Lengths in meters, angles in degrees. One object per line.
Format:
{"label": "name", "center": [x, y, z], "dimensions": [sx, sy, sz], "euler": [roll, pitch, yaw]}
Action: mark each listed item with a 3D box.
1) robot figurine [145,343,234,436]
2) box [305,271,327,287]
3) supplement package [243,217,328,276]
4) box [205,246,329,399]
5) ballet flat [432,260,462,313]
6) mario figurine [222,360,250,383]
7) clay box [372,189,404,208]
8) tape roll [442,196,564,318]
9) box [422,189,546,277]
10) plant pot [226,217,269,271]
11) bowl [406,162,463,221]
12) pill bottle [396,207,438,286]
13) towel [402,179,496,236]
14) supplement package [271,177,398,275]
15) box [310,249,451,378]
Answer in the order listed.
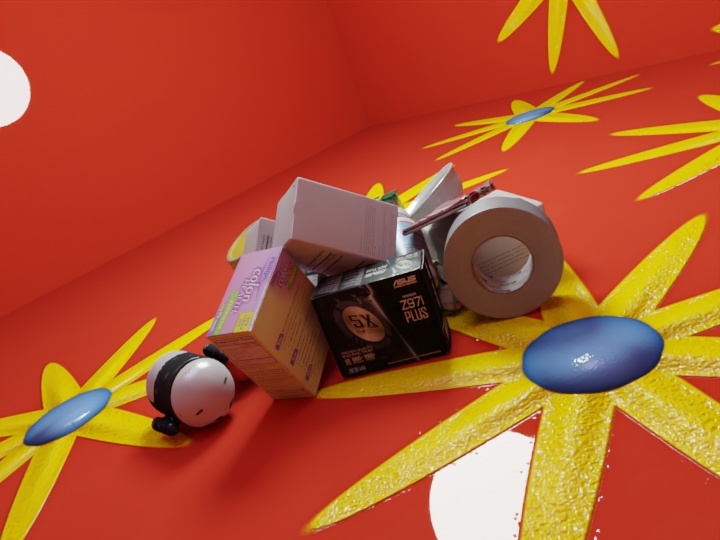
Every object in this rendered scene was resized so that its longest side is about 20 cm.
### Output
{"label": "robot figurine", "center": [-0.312, 0.214, 1.120], "dimensions": [0.124, 0.152, 0.199], "euler": [1, 0, -41]}
{"label": "box", "center": [-0.128, 0.070, 1.236], "dimensions": [0.198, 0.158, 0.051], "euler": [-11, 59, 25]}
{"label": "supplement package", "center": [-0.133, -0.021, 1.256], "dimensions": [0.198, 0.111, 0.114], "euler": [13, -18, -23]}
{"label": "box", "center": [-0.144, 0.095, 1.063], "dimensions": [0.096, 0.200, 0.177], "euler": [-9, 46, 29]}
{"label": "ballet flat", "center": [0.148, 0.018, 1.216], "dimensions": [0.067, 0.068, 0.200], "euler": [-9, 21, -19]}
{"label": "mario figurine", "center": [-0.229, 0.145, 1.242], "dimensions": [0.122, 0.107, 0.200], "euler": [-18, 18, 2]}
{"label": "clay box", "center": [0.043, -0.117, 1.550], "dimensions": [0.114, 0.048, 0.200], "euler": [-25, -22, -17]}
{"label": "tape roll", "center": [0.241, -0.022, 1.049], "dimensions": [0.198, 0.202, 0.066], "euler": [-15, 19, 17]}
{"label": "box", "center": [0.251, -0.053, 1.226], "dimensions": [0.197, 0.132, 0.200], "euler": [-24, 19, -7]}
{"label": "plant pot", "center": [-0.190, -0.009, 1.388], "dimensions": [0.200, 0.189, 0.202], "euler": [-33, 28, 21]}
{"label": "bowl", "center": [0.180, -0.149, 1.453], "dimensions": [0.201, 0.090, 0.201], "euler": [-50, 6, 8]}
{"label": "pill bottle", "center": [0.079, -0.033, 1.198], "dimensions": [0.108, 0.109, 0.201], "euler": [-19, 42, 6]}
{"label": "towel", "center": [0.170, -0.121, 1.172], "dimensions": [0.143, 0.023, 0.200], "euler": [-26, 3, 30]}
{"label": "supplement package", "center": [-0.047, -0.067, 1.109], "dimensions": [0.198, 0.122, 0.120], "euler": [14, -23, -22]}
{"label": "box", "center": [0.039, 0.076, 1.055], "dimensions": [0.198, 0.165, 0.086], "euler": [-15, 20, 14]}
